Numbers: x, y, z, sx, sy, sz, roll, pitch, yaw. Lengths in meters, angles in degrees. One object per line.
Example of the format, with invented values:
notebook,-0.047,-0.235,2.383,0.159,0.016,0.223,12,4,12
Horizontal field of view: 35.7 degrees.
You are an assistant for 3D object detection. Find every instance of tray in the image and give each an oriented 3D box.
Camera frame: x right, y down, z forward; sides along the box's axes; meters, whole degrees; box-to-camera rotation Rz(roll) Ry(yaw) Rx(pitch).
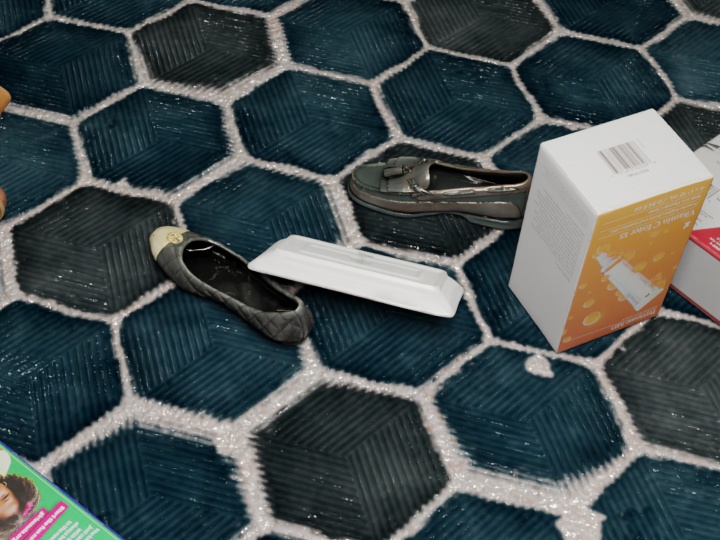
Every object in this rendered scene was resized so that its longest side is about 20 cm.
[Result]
tray,0.000,0.000,1.088,0.200,0.022,0.107,14,14,8

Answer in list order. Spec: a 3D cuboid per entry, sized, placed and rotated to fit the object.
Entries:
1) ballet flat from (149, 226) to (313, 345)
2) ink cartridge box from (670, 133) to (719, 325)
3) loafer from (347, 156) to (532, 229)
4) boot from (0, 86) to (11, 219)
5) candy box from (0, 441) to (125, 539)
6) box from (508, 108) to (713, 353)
ballet flat,-0.125,0.004,1.093,0.200,0.057,0.066,30,54,20
ink cartridge box,0.391,-0.057,1.157,0.200,0.084,0.144,-32,58,-25
loafer,0.086,-0.095,1.184,0.199,0.063,0.072,9,50,4
boot,-0.421,-0.136,1.193,0.200,0.077,0.155,19,47,21
candy box,-0.207,0.238,0.820,0.200,0.169,0.077,30,58,20
box,0.228,-0.034,1.052,0.124,0.200,0.098,-19,54,-17
